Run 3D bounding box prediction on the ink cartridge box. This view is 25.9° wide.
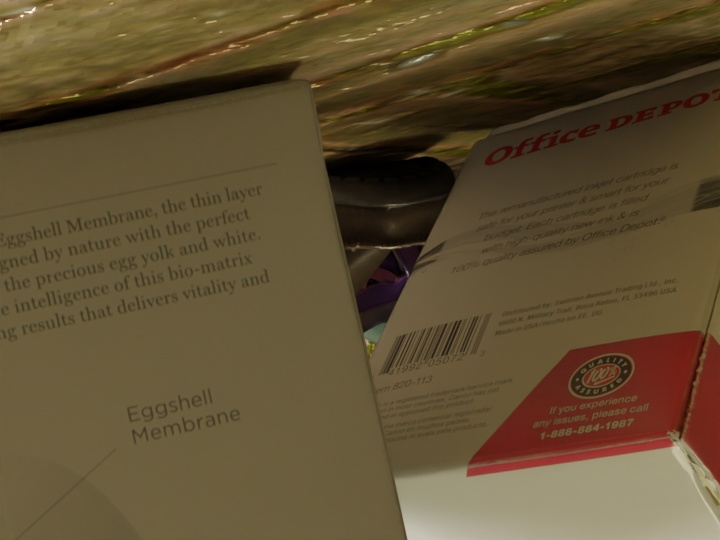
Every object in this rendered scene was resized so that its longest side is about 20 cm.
[{"bbox_3d":[0.089,0.023,0.573,0.146,0.083,0.200,-14,-146,36],"label":"ink cartridge box"}]

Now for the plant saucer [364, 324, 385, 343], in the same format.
[{"bbox_3d":[0.025,0.035,1.043,0.200,0.027,0.200,24,-178,-1],"label":"plant saucer"}]

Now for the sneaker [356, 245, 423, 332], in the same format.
[{"bbox_3d":[0.000,0.000,0.864,0.200,0.081,0.088,-23,179,-40],"label":"sneaker"}]

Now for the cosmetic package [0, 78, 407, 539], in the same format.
[{"bbox_3d":[-0.098,0.067,0.450,0.199,0.201,0.123,-12,180,-13],"label":"cosmetic package"}]

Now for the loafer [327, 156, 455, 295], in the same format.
[{"bbox_3d":[-0.015,-0.005,0.724,0.073,0.071,0.200,-11,177,-28],"label":"loafer"}]
